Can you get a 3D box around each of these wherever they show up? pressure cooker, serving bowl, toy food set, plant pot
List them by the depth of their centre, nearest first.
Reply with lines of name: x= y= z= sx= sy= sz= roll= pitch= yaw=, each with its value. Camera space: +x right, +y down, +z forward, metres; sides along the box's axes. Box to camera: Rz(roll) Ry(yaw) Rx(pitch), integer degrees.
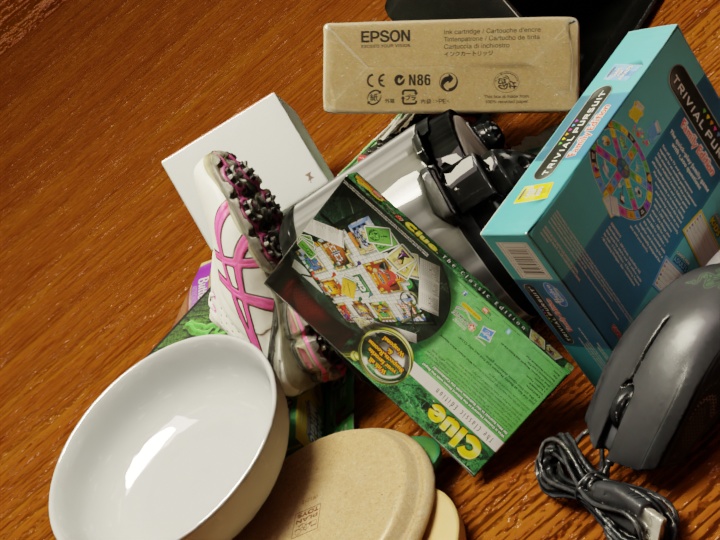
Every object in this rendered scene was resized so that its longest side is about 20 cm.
toy food set: x=-0.024 y=0.187 z=0.940 sx=0.200 sy=0.049 sz=0.198 roll=-35 pitch=27 yaw=9
serving bowl: x=-0.132 y=0.146 z=0.998 sx=0.200 sy=0.066 sz=0.200 roll=-21 pitch=40 yaw=19
pressure cooker: x=0.060 y=-0.023 z=1.012 sx=0.200 sy=0.179 sz=0.176 roll=-33 pitch=25 yaw=13
plant pot: x=0.144 y=-0.274 z=1.288 sx=0.177 sy=0.200 sz=0.200 roll=-16 pitch=34 yaw=56

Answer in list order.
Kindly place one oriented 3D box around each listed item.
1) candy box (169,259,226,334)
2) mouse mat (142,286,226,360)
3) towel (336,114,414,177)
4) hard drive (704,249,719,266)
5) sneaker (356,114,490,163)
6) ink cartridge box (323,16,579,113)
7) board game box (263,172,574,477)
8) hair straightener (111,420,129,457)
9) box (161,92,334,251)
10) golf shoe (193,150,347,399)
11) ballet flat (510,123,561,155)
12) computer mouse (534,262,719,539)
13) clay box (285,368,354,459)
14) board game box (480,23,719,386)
candy box: x=-0.120 y=0.059 z=1.242 sx=0.116 sy=0.057 sz=0.200 roll=-19 pitch=35 yaw=32
mouse mat: x=-0.103 y=0.057 z=1.164 sx=0.200 sy=0.008 sz=0.161 roll=9 pitch=51 yaw=48
towel: x=0.021 y=-0.115 z=1.292 sx=0.200 sy=0.023 sz=0.153 roll=-50 pitch=-2 yaw=-19
hard drive: x=0.301 y=0.009 z=0.833 sx=0.132 sy=0.027 sz=0.200 roll=-45 pitch=29 yaw=-10
sneaker: x=0.063 y=-0.083 z=1.197 sx=0.079 sy=0.096 sz=0.200 roll=19 pitch=49 yaw=31
ink cartridge box: x=0.079 y=-0.165 z=1.101 sx=0.199 sy=0.075 sz=0.165 roll=0 pitch=8 yaw=8
board game box: x=0.037 y=0.037 z=0.919 sx=0.105 sy=0.200 sz=0.023 roll=-50 pitch=-7 yaw=20
hair straightener: x=-0.203 y=0.194 z=1.082 sx=0.201 sy=0.041 sz=0.077 roll=-69 pitch=14 yaw=-18
box: x=-0.099 y=-0.090 z=1.299 sx=0.124 sy=0.098 sz=0.200 roll=-31 pitch=0 yaw=3
golf shoe: x=-0.090 y=0.007 z=1.041 sx=0.092 sy=0.201 sz=0.073 roll=-23 pitch=2 yaw=20
ballet flat: x=0.142 y=-0.075 z=1.125 sx=0.200 sy=0.072 sz=0.072 roll=-27 pitch=29 yaw=12
computer mouse: x=0.187 y=0.067 z=0.823 sx=0.200 sy=0.053 sz=0.138 roll=-51 pitch=28 yaw=-3
clay box: x=-0.097 y=0.144 z=1.096 sx=0.200 sy=0.048 sz=0.115 roll=-31 pitch=29 yaw=18
board game box: x=0.186 y=-0.043 z=0.916 sx=0.047 sy=0.151 sz=0.200 roll=2 pitch=48 yaw=53
